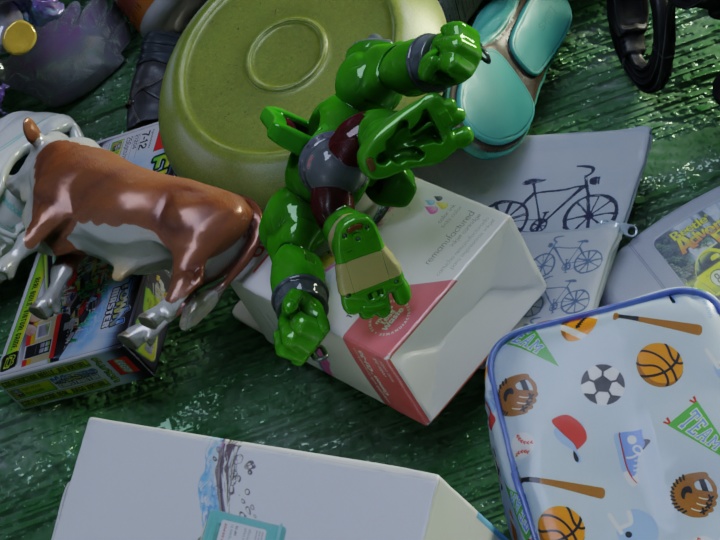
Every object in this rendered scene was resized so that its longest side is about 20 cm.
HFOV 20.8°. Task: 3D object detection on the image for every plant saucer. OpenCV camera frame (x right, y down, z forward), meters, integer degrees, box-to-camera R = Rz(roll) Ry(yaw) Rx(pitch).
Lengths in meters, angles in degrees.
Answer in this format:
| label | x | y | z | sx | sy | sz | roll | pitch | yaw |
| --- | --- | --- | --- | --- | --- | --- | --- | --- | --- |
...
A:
| label | x | y | z | sx | sy | sz | roll | pitch | yaw |
| --- | --- | --- | --- | --- | --- | --- | --- | --- | --- |
| plant saucer | -0.042 | -0.128 | 1.233 | 0.198 | 0.031 | 0.202 | -11 | 58 | 17 |

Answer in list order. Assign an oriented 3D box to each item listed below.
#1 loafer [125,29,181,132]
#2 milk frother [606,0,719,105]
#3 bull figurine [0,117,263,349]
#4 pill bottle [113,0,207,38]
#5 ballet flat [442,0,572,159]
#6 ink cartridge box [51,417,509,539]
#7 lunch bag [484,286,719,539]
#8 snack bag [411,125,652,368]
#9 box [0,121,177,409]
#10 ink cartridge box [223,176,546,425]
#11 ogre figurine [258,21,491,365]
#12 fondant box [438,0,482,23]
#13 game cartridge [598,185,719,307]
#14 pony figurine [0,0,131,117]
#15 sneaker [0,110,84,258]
| label | x | y | z | sx | sy | sz | roll | pitch | yaw |
| --- | --- | --- | --- | --- | --- | --- | --- | --- | --- |
| loafer | -0.073 | -0.106 | 1.352 | 0.198 | 0.073 | 0.073 | 15 | 78 | 29 |
| milk frother | 0.275 | -0.182 | 1.270 | 0.186 | 0.182 | 0.200 | 12 | 12 | -18 |
| bull figurine | -0.156 | -0.025 | 1.205 | 0.198 | 0.065 | 0.122 | 13 | 62 | 28 |
| pill bottle | -0.170 | -0.272 | 1.429 | 0.112 | 0.112 | 0.200 | -37 | 83 | -17 |
| ballet flat | 0.084 | -0.122 | 1.298 | 0.070 | 0.067 | 0.200 | -29 | 19 | 38 |
| ink cartridge box | -0.046 | 0.176 | 1.011 | 0.198 | 0.147 | 0.147 | 7 | 72 | 23 |
| lunch bag | 0.156 | 0.114 | 1.054 | 0.159 | 0.076 | 0.202 | -13 | 64 | -3 |
| snack bag | 0.081 | -0.019 | 1.228 | 0.187 | 0.021 | 0.201 | -1 | 49 | 32 |
| box | -0.163 | -0.009 | 1.285 | 0.109 | 0.035 | 0.201 | -15 | 44 | 29 |
| ink cartridge box | 0.000 | 0.000 | 1.192 | 0.117 | 0.068 | 0.199 | -48 | 41 | -17 |
| ogre figurine | -0.003 | -0.058 | 1.114 | 0.097 | 0.202 | 0.120 | 3 | 22 | -22 |
| fondant box | 0.030 | -0.240 | 1.435 | 0.143 | 0.059 | 0.201 | 17 | 56 | 29 |
| game cartridge | 0.240 | 0.004 | 1.176 | 0.199 | 0.041 | 0.133 | -27 | 44 | -8 |
| pony figurine | -0.263 | -0.169 | 1.382 | 0.193 | 0.167 | 0.200 | -47 | 9 | -14 |
| sneaker | -0.254 | -0.030 | 1.303 | 0.080 | 0.070 | 0.201 | -3 | 50 | 57 |
